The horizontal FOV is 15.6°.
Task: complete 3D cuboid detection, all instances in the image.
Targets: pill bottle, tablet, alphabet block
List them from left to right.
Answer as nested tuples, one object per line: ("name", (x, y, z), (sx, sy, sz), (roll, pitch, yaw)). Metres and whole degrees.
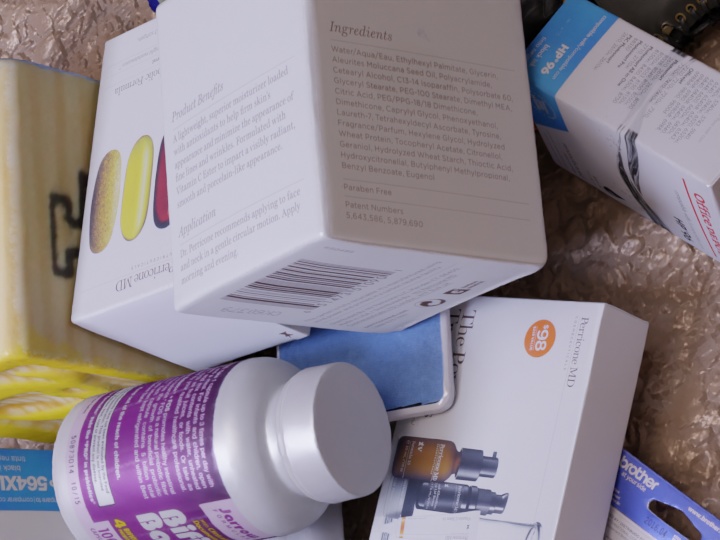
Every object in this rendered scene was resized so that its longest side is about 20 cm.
("alphabet block", (-0.219, -0.007, 1.748), (0.195, 0.196, 0.200), (-18, 69, 43))
("pill bottle", (-0.084, 0.115, 1.627), (0.200, 0.112, 0.113), (-14, 72, 34))
("tablet", (0.000, 0.000, 1.669), (0.130, 0.014, 0.200), (-11, 72, 31))

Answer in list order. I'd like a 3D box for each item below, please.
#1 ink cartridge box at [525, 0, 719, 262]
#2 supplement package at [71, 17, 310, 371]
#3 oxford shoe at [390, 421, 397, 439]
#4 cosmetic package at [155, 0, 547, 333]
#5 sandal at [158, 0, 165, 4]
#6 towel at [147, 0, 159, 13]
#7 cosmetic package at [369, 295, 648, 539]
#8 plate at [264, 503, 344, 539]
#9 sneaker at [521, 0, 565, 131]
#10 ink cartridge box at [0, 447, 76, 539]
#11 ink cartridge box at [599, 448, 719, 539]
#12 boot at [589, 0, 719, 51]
("ink cartridge box", (0.195, -0.071, 1.565), (0.200, 0.116, 0.068), (33, 78, 33))
("supplement package", (-0.099, -0.054, 1.665), (0.114, 0.109, 0.200), (-20, 57, 43))
("oxford shoe", (0.004, 0.023, 1.705), (0.075, 0.058, 0.200), (-16, 72, 26))
("cosmetic package", (-0.009, -0.083, 1.558), (0.165, 0.165, 0.200), (-24, 65, 51))
("sandal", (-0.111, -0.250, 1.724), (0.080, 0.057, 0.201), (-17, 57, 25))
("towel", (-0.103, -0.241, 1.784), (0.148, 0.050, 0.200), (-47, 50, 2))
("cosmetic package", (0.086, 0.117, 1.609), (0.151, 0.052, 0.200), (3, 75, 43))
("plate", (-0.101, 0.158, 1.719), (0.200, 0.032, 0.200), (-25, 48, 26))
("sneaker", (0.113, -0.184, 1.672), (0.090, 0.070, 0.201), (7, 89, 41))
("ink cartridge box", (-0.250, 0.235, 1.775), (0.146, 0.084, 0.200), (-28, 63, 45))
("ink cartridge box", (0.153, 0.222, 1.576), (0.119, 0.042, 0.200), (36, 101, 35))
("boot", (0.235, -0.165, 1.603), (0.138, 0.077, 0.200), (-55, 45, 15))
